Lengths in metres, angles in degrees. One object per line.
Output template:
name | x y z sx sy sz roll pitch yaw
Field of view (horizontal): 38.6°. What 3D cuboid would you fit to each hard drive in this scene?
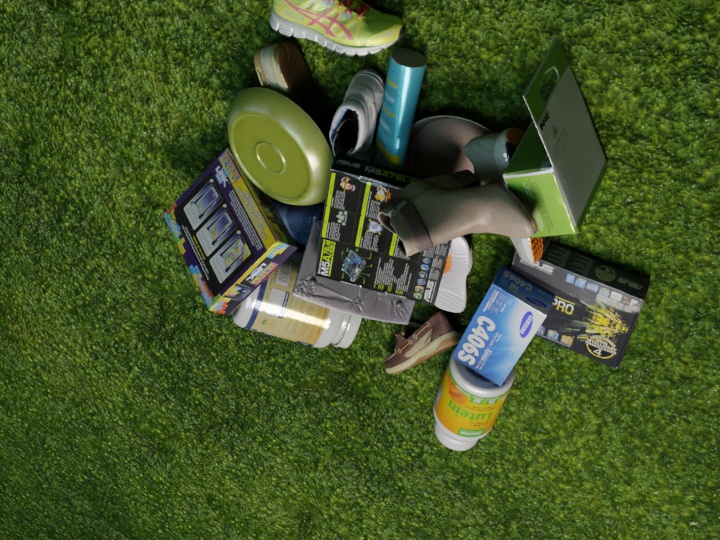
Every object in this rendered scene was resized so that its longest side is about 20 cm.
hard drive | 0.000 0.000 1.605 0.196 0.042 0.137 14 102 -17

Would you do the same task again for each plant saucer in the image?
plant saucer | 0.144 -0.142 1.470 0.197 0.032 0.203 17 137 16
plant saucer | -0.125 -0.172 1.511 0.198 0.031 0.202 26 142 22

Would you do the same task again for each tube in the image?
tube | 0.049 -0.207 1.431 0.049 0.078 0.203 -5 131 -19

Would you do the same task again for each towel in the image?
towel | -0.121 -0.076 1.668 0.196 0.049 0.112 13 154 23

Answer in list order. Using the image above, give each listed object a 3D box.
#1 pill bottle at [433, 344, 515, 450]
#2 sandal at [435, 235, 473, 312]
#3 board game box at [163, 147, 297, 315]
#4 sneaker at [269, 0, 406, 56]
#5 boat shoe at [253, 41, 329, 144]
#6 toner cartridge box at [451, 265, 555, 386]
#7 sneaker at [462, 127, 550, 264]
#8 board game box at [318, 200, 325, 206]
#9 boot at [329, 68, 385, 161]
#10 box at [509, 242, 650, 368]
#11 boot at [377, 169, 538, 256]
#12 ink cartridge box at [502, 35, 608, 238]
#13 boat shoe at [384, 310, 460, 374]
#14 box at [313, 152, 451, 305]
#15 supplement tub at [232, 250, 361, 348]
pill bottle | 0.184 0.215 1.731 0.109 0.112 0.202 24 139 9
sandal | 0.135 -0.012 1.583 0.078 0.060 0.208 12 148 13
board game box | -0.207 -0.062 1.608 0.165 0.056 0.202 -41 60 19
sneaker | -0.033 -0.345 1.353 0.196 0.078 0.092 16 130 16
boat shoe | -0.101 -0.241 1.506 0.065 0.074 0.203 10 130 36
toner cartridge box | 0.215 0.088 1.572 0.094 0.043 0.201 29 141 7
sneaker | 0.200 -0.102 1.406 0.091 0.076 0.203 3 124 40
board game box | -0.061 -0.121 1.603 0.196 0.024 0.105 15 155 19
boot | -0.020 -0.189 1.477 0.072 0.096 0.202 25 140 8
box | 0.315 0.046 1.530 0.197 0.049 0.163 23 138 15
boot | 0.115 -0.062 1.317 0.200 0.144 0.071 41 156 55
ink cartridge box | 0.233 -0.167 1.300 0.075 0.149 0.202 -5 126 37
boat shoe | 0.095 0.119 1.741 0.200 0.071 0.073 -37 75 58
box | 0.038 -0.055 1.479 0.189 0.048 0.203 15 131 5
supplement tub | -0.101 0.043 1.688 0.196 0.147 0.145 16 142 -14
